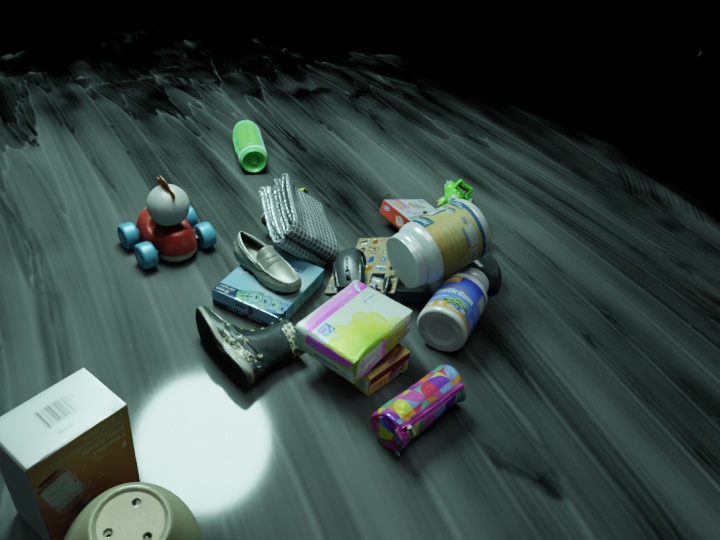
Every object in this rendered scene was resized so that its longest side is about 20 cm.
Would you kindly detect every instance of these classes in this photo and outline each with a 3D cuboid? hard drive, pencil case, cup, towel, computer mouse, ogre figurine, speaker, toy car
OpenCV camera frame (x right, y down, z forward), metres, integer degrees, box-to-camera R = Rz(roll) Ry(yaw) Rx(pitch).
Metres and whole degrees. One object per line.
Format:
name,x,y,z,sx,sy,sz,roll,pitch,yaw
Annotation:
hard drive,0.079,-0.003,1.488,0.139,0.038,0.200,3,39,-6
pencil case,0.110,0.249,1.131,0.088,0.089,0.200,34,45,30
cup,-0.305,0.366,0.830,0.199,0.144,0.201,10,43,-10
towel,-0.142,-0.120,1.475,0.165,0.085,0.201,28,34,-45
computer mouse,0.268,-0.031,1.491,0.200,0.053,0.138,49,48,12
ogre figurine,0.272,-0.177,1.666,0.120,0.098,0.200,46,38,-19
speaker,-0.330,-0.372,1.849,0.088,0.089,0.200,-5,39,-16
computer mouse,0.000,0.000,1.403,0.140,0.046,0.200,-8,39,14
toy car,-0.450,-0.138,1.430,0.184,0.201,0.177,-23,47,-35

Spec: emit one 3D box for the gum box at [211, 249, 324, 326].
gum box,-0.202,0.034,1.382,0.169,0.045,0.200,22,40,17

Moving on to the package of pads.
package of pads,-0.007,0.113,1.207,0.154,0.068,0.200,28,44,25

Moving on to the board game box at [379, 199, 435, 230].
board game box,0.168,-0.122,1.626,0.152,0.040,0.200,-5,37,-39

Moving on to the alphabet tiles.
alphabet tiles,0.020,-0.014,1.457,0.166,0.008,0.200,-1,40,20

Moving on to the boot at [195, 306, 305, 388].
boot,-0.222,0.129,1.235,0.153,0.074,0.204,-22,53,-36

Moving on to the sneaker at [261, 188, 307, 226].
sneaker,-0.210,-0.162,1.620,0.085,0.078,0.200,11,28,15

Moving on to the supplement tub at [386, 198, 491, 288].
supplement tub,0.173,-0.059,1.376,0.199,0.145,0.145,-27,48,-22

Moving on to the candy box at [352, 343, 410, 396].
candy box,-0.012,0.152,1.257,0.116,0.057,0.200,-28,49,-37

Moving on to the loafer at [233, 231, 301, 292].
loafer,-0.206,-0.019,1.355,0.200,0.070,0.070,31,43,27

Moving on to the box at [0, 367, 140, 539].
box,-0.423,0.274,0.903,0.106,0.201,0.152,28,42,26

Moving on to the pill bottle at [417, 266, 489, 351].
pill bottle,0.210,0.076,1.349,0.112,0.112,0.200,22,40,18
